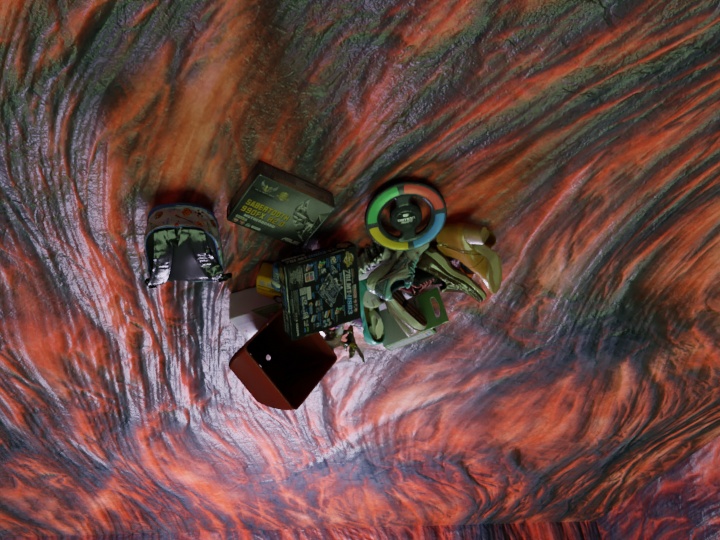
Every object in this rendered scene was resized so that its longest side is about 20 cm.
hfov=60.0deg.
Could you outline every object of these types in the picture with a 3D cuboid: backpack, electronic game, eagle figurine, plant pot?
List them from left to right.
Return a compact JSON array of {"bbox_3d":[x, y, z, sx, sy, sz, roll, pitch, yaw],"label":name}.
[{"bbox_3d":[-0.395,-0.067,1.400,0.197,0.156,0.191,-5,149,-13],"label":"backpack"},{"bbox_3d":[-0.216,0.230,1.586,0.175,0.200,0.201,-28,104,46],"label":"plant pot"},{"bbox_3d":[-0.092,0.189,1.765,0.198,0.151,0.153,4,104,-39],"label":"eagle figurine"},{"bbox_3d":[0.108,-0.127,1.480,0.197,0.042,0.202,-3,131,-3],"label":"electronic game"}]

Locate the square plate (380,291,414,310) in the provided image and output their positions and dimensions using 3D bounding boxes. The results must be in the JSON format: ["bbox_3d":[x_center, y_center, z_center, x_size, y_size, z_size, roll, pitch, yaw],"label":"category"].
[{"bbox_3d":[0.102,0.136,1.819,0.199,0.029,0.198,-29,135,23],"label":"square plate"}]

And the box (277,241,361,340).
[{"bbox_3d":[-0.096,0.048,1.510,0.196,0.050,0.203,-18,119,-27],"label":"box"}]

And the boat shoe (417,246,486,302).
[{"bbox_3d":[0.233,0.027,1.618,0.202,0.075,0.075,39,90,-5],"label":"boat shoe"}]

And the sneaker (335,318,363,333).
[{"bbox_3d":[-0.035,0.130,1.698,0.072,0.115,0.201,1,136,38],"label":"sneaker"}]

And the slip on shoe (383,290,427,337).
[{"bbox_3d":[0.090,0.091,1.658,0.200,0.076,0.061,45,119,1],"label":"slip on shoe"}]

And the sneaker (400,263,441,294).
[{"bbox_3d":[0.151,0.028,1.648,0.197,0.096,0.080,2,138,-14],"label":"sneaker"}]

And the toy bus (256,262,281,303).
[{"bbox_3d":[-0.162,0.045,1.592,0.197,0.066,0.079,14,137,4],"label":"toy bus"}]

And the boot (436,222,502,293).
[{"bbox_3d":[0.268,-0.035,1.562,0.143,0.071,0.203,7,131,43],"label":"boot"}]

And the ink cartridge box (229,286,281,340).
[{"bbox_3d":[-0.252,0.134,1.710,0.143,0.088,0.201,-16,141,9],"label":"ink cartridge box"}]

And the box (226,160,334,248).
[{"bbox_3d":[-0.181,-0.145,1.422,0.198,0.049,0.158,21,133,-31],"label":"box"}]

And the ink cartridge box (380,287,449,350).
[{"bbox_3d":[0.146,0.135,1.714,0.198,0.105,0.059,-24,155,17],"label":"ink cartridge box"}]

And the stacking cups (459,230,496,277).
[{"bbox_3d":[0.295,-0.019,1.641,0.060,0.061,0.201,3,138,-13],"label":"stacking cups"}]

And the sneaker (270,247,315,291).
[{"bbox_3d":[-0.128,-0.018,1.527,0.198,0.077,0.086,-25,140,-20],"label":"sneaker"}]

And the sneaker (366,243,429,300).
[{"bbox_3d":[0.111,0.000,1.565,0.200,0.086,0.078,-44,148,-10],"label":"sneaker"}]

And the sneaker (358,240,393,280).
[{"bbox_3d":[0.000,0.000,1.612,0.198,0.076,0.081,-28,145,23],"label":"sneaker"}]

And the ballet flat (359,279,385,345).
[{"bbox_3d":[0.032,0.107,1.666,0.067,0.070,0.203,-23,109,-36],"label":"ballet flat"}]
